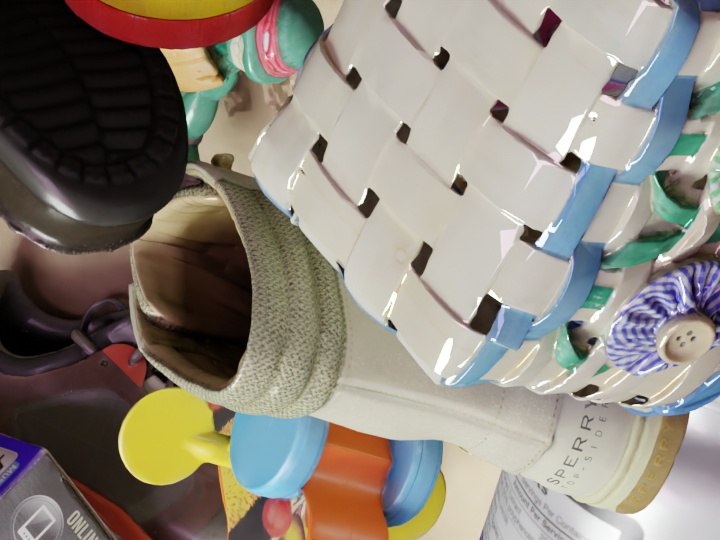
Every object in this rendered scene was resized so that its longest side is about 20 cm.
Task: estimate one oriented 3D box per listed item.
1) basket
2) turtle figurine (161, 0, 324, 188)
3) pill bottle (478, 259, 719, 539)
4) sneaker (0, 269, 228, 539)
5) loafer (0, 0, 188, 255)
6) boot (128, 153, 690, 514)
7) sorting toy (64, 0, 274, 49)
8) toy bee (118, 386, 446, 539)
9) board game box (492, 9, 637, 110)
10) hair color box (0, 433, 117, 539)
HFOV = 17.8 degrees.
[{"bbox_3d":[0.082,-0.047,0.610,0.139,0.199,0.177,45,126,25],"label":"basket"},{"bbox_3d":[-0.084,-0.076,0.811,0.199,0.101,0.150,6,129,32],"label":"turtle figurine"},{"bbox_3d":[0.102,0.086,0.797,0.111,0.111,0.201,23,121,13],"label":"pill bottle"},{"bbox_3d":[-0.078,0.058,0.890,0.199,0.077,0.082,20,114,14],"label":"sneaker"},{"bbox_3d":[-0.119,-0.058,0.715,0.200,0.073,0.072,45,132,40],"label":"loafer"},{"bbox_3d":[0.000,0.000,0.724,0.154,0.200,0.072,13,110,-24],"label":"boot"},{"bbox_3d":[-0.083,-0.157,0.723,0.199,0.199,0.070,23,136,13],"label":"sorting toy"},{"bbox_3d":[-0.028,0.084,0.807,0.130,0.200,0.109,29,115,-13],"label":"toy bee"},{"bbox_3d":[0.116,-0.131,0.641,0.198,0.026,0.201,-7,130,-4],"label":"board game box"},{"bbox_3d":[-0.160,0.111,0.891,0.199,0.065,0.110,8,137,52],"label":"hair color box"}]
